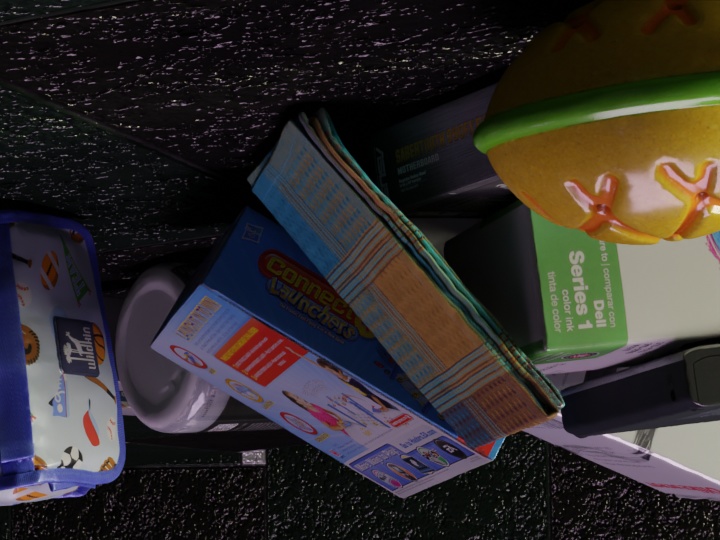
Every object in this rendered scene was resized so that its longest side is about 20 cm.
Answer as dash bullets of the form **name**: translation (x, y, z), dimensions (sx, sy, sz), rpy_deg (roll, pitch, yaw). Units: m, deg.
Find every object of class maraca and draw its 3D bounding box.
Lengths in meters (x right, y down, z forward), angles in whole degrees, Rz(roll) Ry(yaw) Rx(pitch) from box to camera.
- **maraca**: translation (0.146, -0.068, 0.889), dimensions (0.200, 0.107, 0.137), rpy_deg (-8, 178, 19)

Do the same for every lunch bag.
- **lunch bag**: translation (-0.214, 0.059, 1.298), dimensions (0.124, 0.170, 0.200), rpy_deg (-7, 171, -11)

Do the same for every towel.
- **towel**: translation (0.020, 0.008, 1.117), dimensions (0.022, 0.200, 0.147), rpy_deg (-41, -179, -17)

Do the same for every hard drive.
- **hard drive**: translation (0.206, 0.063, 1.157), dimensions (0.139, 0.033, 0.200), rpy_deg (-6, 172, -14)

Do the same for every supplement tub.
- **supplement tub**: translation (-0.066, 0.056, 1.534), dimensions (0.200, 0.123, 0.122), rpy_deg (2, 169, -38)

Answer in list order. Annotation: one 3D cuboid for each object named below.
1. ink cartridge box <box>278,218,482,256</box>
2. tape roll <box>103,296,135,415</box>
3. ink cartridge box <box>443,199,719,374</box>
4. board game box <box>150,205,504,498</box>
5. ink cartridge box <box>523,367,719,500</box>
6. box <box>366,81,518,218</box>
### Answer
- **ink cartridge box**: translation (0.000, 0.000, 1.382), dimensions (0.116, 0.068, 0.200), rpy_deg (-1, 171, -17)
- **tape roll**: translation (-0.181, 0.070, 1.648), dimensions (0.200, 0.066, 0.200), rpy_deg (3, 168, 1)
- **ink cartridge box**: translation (0.163, 0.005, 1.137), dimensions (0.200, 0.084, 0.145), rpy_deg (-4, 172, -16)
- **board game box**: translation (-0.018, 0.056, 1.280), dimensions (0.196, 0.056, 0.200), rpy_deg (32, 162, -6)
- **ink cartridge box**: translation (0.156, 0.074, 1.361), dimensions (0.200, 0.084, 0.145), rpy_deg (24, 171, -12)
- **box**: translation (0.128, -0.064, 1.104), dimensions (0.200, 0.048, 0.158), rpy_deg (-1, 170, -33)
